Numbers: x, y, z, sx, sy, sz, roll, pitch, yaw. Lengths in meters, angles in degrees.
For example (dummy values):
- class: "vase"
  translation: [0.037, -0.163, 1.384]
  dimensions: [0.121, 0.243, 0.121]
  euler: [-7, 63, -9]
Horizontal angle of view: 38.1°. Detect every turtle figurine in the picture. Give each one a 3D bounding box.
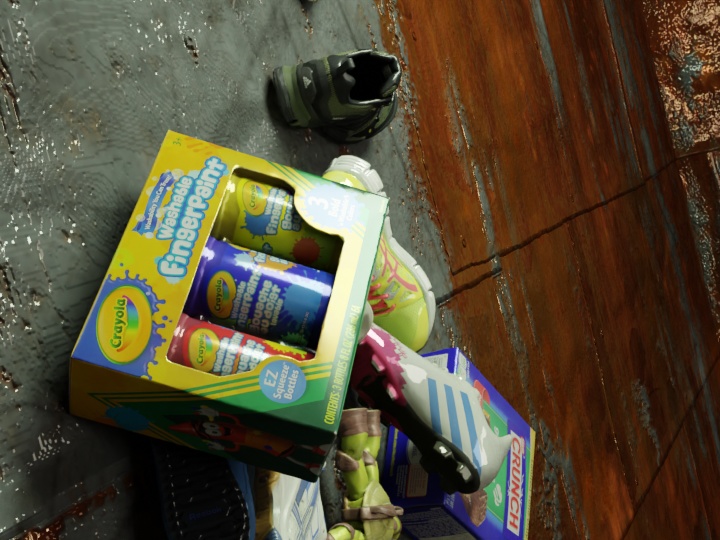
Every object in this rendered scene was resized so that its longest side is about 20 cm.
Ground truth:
- class: "turtle figurine"
  translation: [-0.002, 0.199, 0.881]
  dimensions: [0.200, 0.064, 0.162]
  euler: [14, 67, -60]

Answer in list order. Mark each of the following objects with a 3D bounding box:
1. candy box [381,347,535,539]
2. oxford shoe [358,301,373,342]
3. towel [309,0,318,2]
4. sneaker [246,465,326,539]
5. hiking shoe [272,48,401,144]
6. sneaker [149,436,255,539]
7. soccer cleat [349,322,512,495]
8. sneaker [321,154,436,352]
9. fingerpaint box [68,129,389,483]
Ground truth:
- class: "candy box"
  translation: [0.105, 0.203, 1.067]
  dimensions: [0.200, 0.077, 0.170]
  euler: [48, 41, -44]
- class: "oxford shoe"
  translation: [-0.051, 0.030, 0.838]
  dimensions: [0.200, 0.058, 0.075]
  euler: [29, 92, -50]
- class: "towel"
  translation: [-0.064, -0.381, 1.030]
  dimensions: [0.200, 0.034, 0.133]
  euler: [63, 32, -27]
- class: "sneaker"
  translation: [-0.058, 0.206, 0.758]
  dimensions: [0.088, 0.075, 0.201]
  euler: [39, 47, -42]
- class: "hiking shoe"
  translation: [0.004, -0.168, 1.000]
  dimensions: [0.200, 0.100, 0.076]
  euler: [-13, 92, -62]
- class: "sneaker"
  translation: [-0.115, 0.115, 0.726]
  dimensions: [0.078, 0.066, 0.201]
  euler: [103, -23, -68]
- class: "soccer cleat"
  translation: [0.057, 0.113, 0.956]
  dimensions: [0.086, 0.070, 0.200]
  euler: [-36, 83, -38]
- class: "sneaker"
  translation: [0.000, 0.000, 0.969]
  dimensions: [0.090, 0.078, 0.201]
  euler: [-45, 114, -49]
- class: "fingerpaint box"
  translation: [-0.081, 0.018, 0.696]
  dimensions: [0.073, 0.166, 0.201]
  euler: [111, -5, -51]
